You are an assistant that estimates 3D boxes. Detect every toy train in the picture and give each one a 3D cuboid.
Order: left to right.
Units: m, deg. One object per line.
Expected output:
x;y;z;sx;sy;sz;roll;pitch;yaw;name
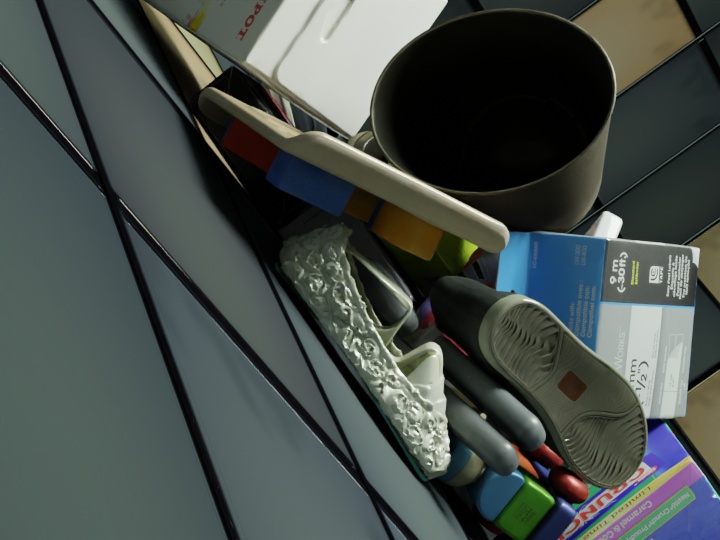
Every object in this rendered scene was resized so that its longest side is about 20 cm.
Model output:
0.092;0.142;1.302;0.115;0.085;0.200;38;7;-16;toy train

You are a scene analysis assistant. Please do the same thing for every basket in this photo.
0.119;-0.100;1.281;0.200;0.178;0.137;36;48;-70;basket

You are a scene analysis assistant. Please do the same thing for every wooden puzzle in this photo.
-0.013;-0.062;1.195;0.184;0.047;0.200;25;1;-29;wooden puzzle

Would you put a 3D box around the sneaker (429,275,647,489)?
0.136;0.076;1.254;0.200;0.075;0.106;51;-8;-29;sneaker

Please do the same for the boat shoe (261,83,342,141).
-0.041;-0.111;1.537;0.075;0.062;0.202;-131;-156;-67;boat shoe

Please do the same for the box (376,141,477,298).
0.067;-0.092;1.398;0.122;0.047;0.202;50;44;-53;box

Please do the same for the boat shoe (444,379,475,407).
0.095;0.056;1.401;0.073;0.067;0.200;14;15;10;boat shoe

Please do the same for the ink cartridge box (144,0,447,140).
-0.062;-0.229;1.368;0.144;0.148;0.200;31;5;-45;ink cartridge box

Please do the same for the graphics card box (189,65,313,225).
-0.074;-0.100;1.391;0.126;0.051;0.200;54;5;2;graphics card box

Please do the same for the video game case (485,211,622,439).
0.160;0.067;1.473;0.024;0.201;0.182;27;-26;-1;video game case

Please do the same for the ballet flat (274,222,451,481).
0.017;0.053;1.155;0.201;0.071;0.072;56;4;-7;ballet flat

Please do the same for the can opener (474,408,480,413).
0.086;0.103;1.514;0.067;0.052;0.200;54;4;4;can opener

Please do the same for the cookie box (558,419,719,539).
0.204;0.208;1.353;0.075;0.171;0.200;51;4;-6;cookie box

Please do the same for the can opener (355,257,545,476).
0.051;0.070;1.213;0.200;0.053;0.067;43;-10;34;can opener

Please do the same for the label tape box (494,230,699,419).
0.188;0.046;1.338;0.066;0.145;0.199;7;2;42;label tape box

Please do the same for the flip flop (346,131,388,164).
0.021;-0.075;1.419;0.200;0.057;0.082;8;80;-65;flip flop

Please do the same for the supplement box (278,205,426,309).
0.000;0.000;1.387;0.109;0.061;0.200;55;5;7;supplement box

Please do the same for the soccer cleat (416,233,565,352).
0.101;0.014;1.352;0.076;0.199;0.067;29;-50;36;soccer cleat
